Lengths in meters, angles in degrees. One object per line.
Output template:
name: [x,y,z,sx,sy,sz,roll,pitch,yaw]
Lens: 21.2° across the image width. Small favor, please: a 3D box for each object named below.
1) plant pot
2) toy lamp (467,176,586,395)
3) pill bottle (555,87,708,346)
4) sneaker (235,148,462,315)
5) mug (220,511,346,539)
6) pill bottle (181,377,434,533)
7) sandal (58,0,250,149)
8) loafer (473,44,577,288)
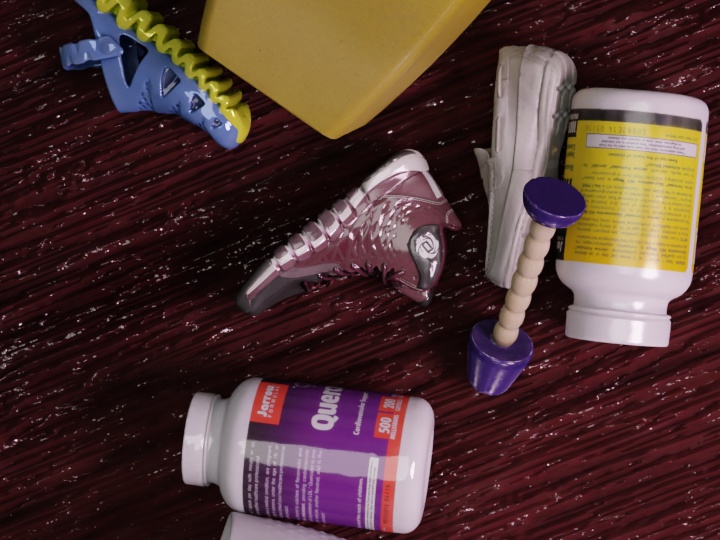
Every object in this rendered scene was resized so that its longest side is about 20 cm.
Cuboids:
plant pot: [-0.017,-0.219,1.550,0.199,0.200,0.177,34,105,4]
toy lamp: [0.129,0.018,1.554,0.058,0.058,0.201,22,127,5]
pill bottle: [0.217,-0.042,1.559,0.112,0.112,0.201,6,90,5]
sneaker: [0.000,0.000,1.601,0.200,0.076,0.116,-39,90,4]
mug: [-0.032,0.276,1.546,0.174,0.200,0.148,14,61,-6]
pill bottle: [-0.042,0.150,1.586,0.199,0.112,0.113,7,91,5]
sandal: [-0.177,-0.165,1.619,0.200,0.079,0.087,41,98,12]
loafer: [0.128,-0.087,1.595,0.069,0.070,0.201,13,95,27]
